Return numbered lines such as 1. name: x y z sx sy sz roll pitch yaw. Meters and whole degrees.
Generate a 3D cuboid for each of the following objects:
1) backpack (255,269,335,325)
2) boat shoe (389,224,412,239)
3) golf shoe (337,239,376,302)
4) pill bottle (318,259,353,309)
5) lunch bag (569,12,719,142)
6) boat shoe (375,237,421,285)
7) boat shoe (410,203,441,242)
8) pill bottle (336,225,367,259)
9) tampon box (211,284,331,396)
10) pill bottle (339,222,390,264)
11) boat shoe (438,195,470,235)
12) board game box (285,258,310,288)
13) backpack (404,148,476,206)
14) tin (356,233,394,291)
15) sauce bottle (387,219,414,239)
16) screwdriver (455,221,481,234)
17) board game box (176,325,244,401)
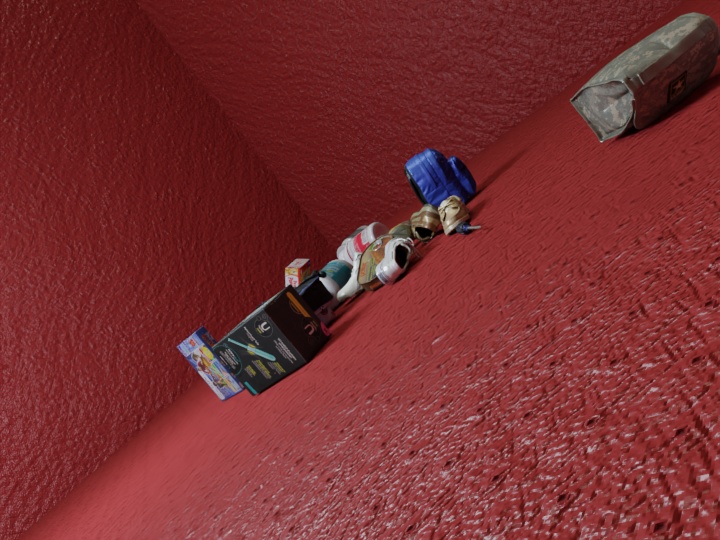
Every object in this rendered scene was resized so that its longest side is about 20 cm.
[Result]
1. backpack: -0.172 0.114 1.661 0.200 0.154 0.190 -35 9 -36
2. boat shoe: 0.082 -0.053 1.846 0.201 0.072 0.066 -47 -19 22
3. golf shoe: 0.000 0.000 1.761 0.200 0.097 0.078 -40 6 -7
4. pill bottle: -0.091 0.050 1.888 0.111 0.111 0.200 -36 6 30
5. lunch bag: 0.456 -0.304 1.023 0.164 0.118 0.200 -38 0 1
6. boat shoe: 0.100 -0.042 1.526 0.086 0.075 0.202 -37 7 28
7. boat shoe: 0.166 -0.114 1.703 0.200 0.076 0.074 112 179 -77
8. pill bottle: -0.012 -0.106 2.769 0.113 0.113 0.200 -35 5 40
9. tampon box: -0.197 0.157 1.433 0.200 0.150 0.126 -35 6 35
10. pill bottle: 0.016 -0.079 2.299 0.200 0.112 0.112 -35 6 40
11. boat shoe: 0.219 -0.139 1.555 0.074 0.069 0.200 -37 5 16
12. board game box: -0.181 0.077 1.886 0.046 0.200 0.152 1 12 6
13. backpack: 0.231 -0.266 1.888 0.168 0.200 0.163 -38 4 6
14. tin: 0.046 -0.021 1.642 0.112 0.042 0.200 -28 26 23
15. sauce bottle: 0.144 -0.121 2.009 0.066 0.066 0.200 -40 6 -16
16. screwdriver: 0.223 -0.083 1.293 0.028 0.029 0.200 -38 8 0
17. board game box: -0.402 0.257 1.750 0.135 0.200 0.034 -33 7 47
